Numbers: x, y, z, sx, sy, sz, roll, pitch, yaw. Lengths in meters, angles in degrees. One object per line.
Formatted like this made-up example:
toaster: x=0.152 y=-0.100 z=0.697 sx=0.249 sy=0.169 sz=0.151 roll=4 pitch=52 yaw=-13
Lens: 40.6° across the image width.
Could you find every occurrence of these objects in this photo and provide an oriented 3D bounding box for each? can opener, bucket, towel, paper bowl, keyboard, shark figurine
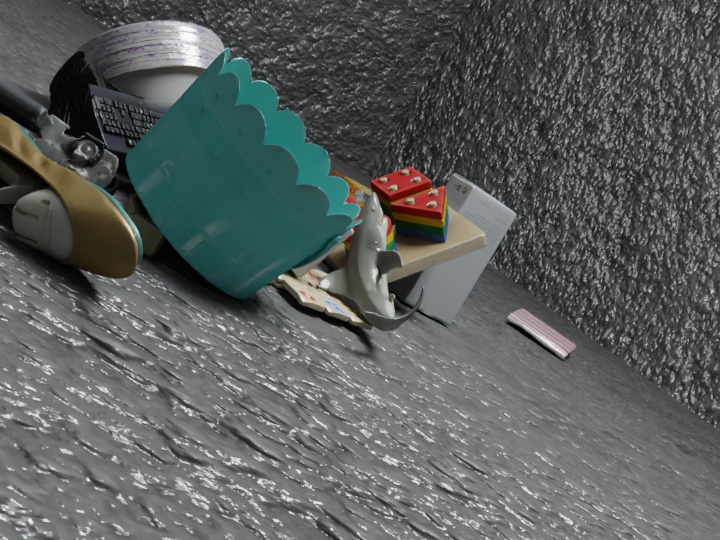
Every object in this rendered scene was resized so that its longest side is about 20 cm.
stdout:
can opener: x=-0.317 y=-0.128 z=0.909 sx=0.199 sy=0.054 sz=0.067 roll=32 pitch=-24 yaw=-2
bucket: x=-0.109 y=-0.083 z=0.904 sx=0.208 sy=0.134 sz=0.207 roll=50 pitch=10 yaw=-13
towel: x=0.384 y=0.136 z=2.061 sx=0.146 sy=0.030 sz=0.200 roll=35 pitch=11 yaw=15
paper bowl: x=-0.266 y=-0.230 z=1.253 sx=0.200 sy=0.199 sz=0.106 roll=12 pitch=64 yaw=-68
keyboard: x=-0.218 y=-0.124 z=1.032 sx=0.200 sy=0.020 sz=0.129 roll=-2 pitch=76 yaw=-70
shark figurine: x=0.000 y=0.022 z=1.073 sx=0.088 sy=0.129 sz=0.215 roll=4 pitch=35 yaw=-14

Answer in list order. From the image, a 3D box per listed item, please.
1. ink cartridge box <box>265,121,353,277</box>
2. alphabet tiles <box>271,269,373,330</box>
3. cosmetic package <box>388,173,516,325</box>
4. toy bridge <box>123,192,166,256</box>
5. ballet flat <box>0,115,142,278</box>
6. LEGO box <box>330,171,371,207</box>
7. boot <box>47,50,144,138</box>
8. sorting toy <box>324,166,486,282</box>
ink cartridge box: x=-0.105 y=-0.110 z=1.081 sx=0.200 sy=0.083 sz=0.147 roll=51 pitch=3 yaw=-23
alphabet tiles: x=-0.075 y=0.007 z=1.102 sx=0.199 sy=0.015 sz=0.195 roll=25 pitch=11 yaw=-45
cosmetic package: x=0.137 y=-0.031 z=1.470 sx=0.101 sy=0.201 sz=0.074 roll=29 pitch=8 yaw=-31
toy bridge: x=-0.192 y=-0.049 z=0.941 sx=0.067 sy=0.027 sz=0.200 roll=32 pitch=9 yaw=2
ballet flat: x=-0.236 y=-0.048 z=0.702 sx=0.199 sy=0.069 sz=0.063 roll=35 pitch=36 yaw=32
LEGO box: x=0.028 y=-0.108 z=1.953 sx=0.149 sy=0.078 sz=0.199 roll=38 pitch=9 yaw=32
boot: x=-0.264 y=-0.150 z=1.084 sx=0.158 sy=0.079 sz=0.212 roll=44 pitch=15 yaw=-33
sorting toy: x=0.042 y=-0.068 z=1.363 sx=0.199 sy=0.198 sz=0.070 roll=-135 pitch=-151 yaw=-57
